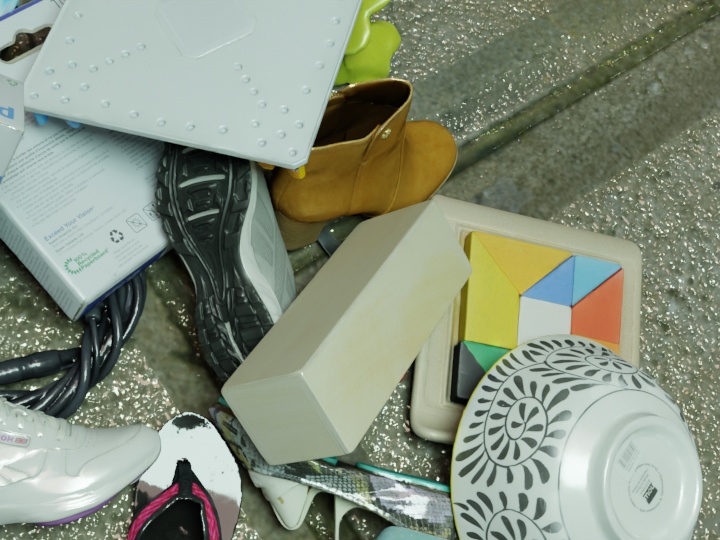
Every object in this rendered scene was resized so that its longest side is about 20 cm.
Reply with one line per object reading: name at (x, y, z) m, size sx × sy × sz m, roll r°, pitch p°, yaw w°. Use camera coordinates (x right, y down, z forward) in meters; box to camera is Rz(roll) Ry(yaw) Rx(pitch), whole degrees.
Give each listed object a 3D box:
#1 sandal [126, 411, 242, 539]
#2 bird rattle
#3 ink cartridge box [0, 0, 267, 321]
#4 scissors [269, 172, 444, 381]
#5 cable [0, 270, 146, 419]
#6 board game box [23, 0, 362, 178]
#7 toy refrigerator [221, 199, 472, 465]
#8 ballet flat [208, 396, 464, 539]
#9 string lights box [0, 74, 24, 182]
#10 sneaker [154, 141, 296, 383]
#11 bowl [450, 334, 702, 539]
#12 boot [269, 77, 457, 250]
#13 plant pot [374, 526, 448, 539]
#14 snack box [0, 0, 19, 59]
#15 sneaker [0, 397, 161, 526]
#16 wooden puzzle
sandal at (-0.124, 0.189, 0.758) m, size 0.074 × 0.045 × 0.203 m, roll 16°, pitch 64°, yaw -6°
bird rattle at (-0.066, -0.208, 0.938) m, size 0.196 × 0.113 × 0.165 m, roll -5°, pitch 56°, yaw -1°
ink cartridge box at (-0.195, -0.096, 0.830) m, size 0.201 × 0.043 × 0.196 m, roll 49°, pitch 51°, yaw 1°
scissors at (0.000, 0.000, 0.890) m, size 0.072 × 0.014 × 0.202 m, roll -21°, pitch 72°, yaw -20°
cable at (-0.230, 0.008, 0.809) m, size 0.162 × 0.051 × 0.201 m, roll 33°, pitch 63°, yaw 2°
board game box at (-0.104, -0.165, 0.791) m, size 0.196 × 0.026 × 0.203 m, roll 12°, pitch 61°, yaw 9°
toy refrigerator at (-0.002, 0.040, 0.781) m, size 0.071 × 0.075 × 0.200 m, roll 59°, pitch 41°, yaw -18°
ballet flat at (-0.019, 0.152, 0.791) m, size 0.197 × 0.072 × 0.073 m, roll 21°, pitch 64°, yaw -2°
string lights box at (-0.279, -0.031, 0.673) m, size 0.102 × 0.201 × 0.059 m, roll 20°, pitch 28°, yaw -28°
sneaker at (-0.088, -0.020, 0.814) m, size 0.073 × 0.079 × 0.204 m, roll -8°, pitch 98°, yaw 19°
bowl at (0.167, 0.142, 0.783) m, size 0.198 × 0.094 × 0.205 m, roll 4°, pitch 82°, yaw -30°
boot at (0.019, -0.093, 0.855) m, size 0.200 × 0.144 × 0.071 m, roll -30°, pitch 74°, yaw -31°
plant pot at (0.039, 0.274, 0.687) m, size 0.193 × 0.197 × 0.202 m, roll 15°, pitch 54°, yaw -6°
snack box at (-0.344, -0.136, 0.851) m, size 0.114 × 0.037 × 0.203 m, roll 20°, pitch 64°, yaw -4°
sneaker at (-0.226, 0.113, 0.735) m, size 0.197 × 0.075 × 0.102 m, roll -8°, pitch 98°, yaw -18°
wooden puzzle at (0.133, 0.045, 0.880) m, size 0.182 × 0.037 × 0.203 m, roll 12°, pitch 64°, yaw -13°
